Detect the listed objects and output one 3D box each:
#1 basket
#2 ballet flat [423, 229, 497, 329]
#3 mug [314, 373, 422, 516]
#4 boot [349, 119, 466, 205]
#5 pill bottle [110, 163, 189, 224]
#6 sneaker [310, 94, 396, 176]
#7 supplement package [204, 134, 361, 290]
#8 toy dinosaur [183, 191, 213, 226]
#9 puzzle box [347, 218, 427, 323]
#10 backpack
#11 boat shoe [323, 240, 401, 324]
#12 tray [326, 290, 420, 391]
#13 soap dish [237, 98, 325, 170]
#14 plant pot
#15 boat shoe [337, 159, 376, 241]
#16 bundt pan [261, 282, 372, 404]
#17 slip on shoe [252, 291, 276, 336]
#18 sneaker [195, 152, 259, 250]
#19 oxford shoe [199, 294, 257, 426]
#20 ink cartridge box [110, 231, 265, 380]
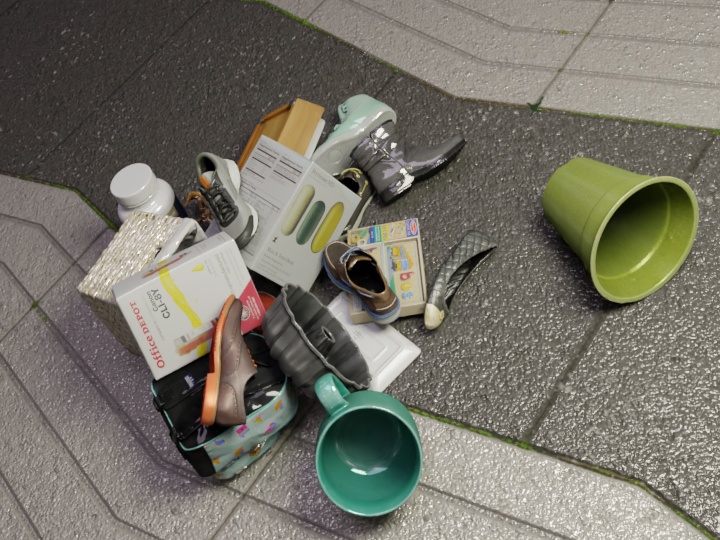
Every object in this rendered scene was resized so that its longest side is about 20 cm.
[{"bbox_3d":[-0.346,0.033,1.477,0.158,0.202,0.200,13,58,30],"label":"basket"},{"bbox_3d":[0.159,0.012,1.398,0.056,0.067,0.202,21,63,25],"label":"ballet flat"},{"bbox_3d":[0.011,0.232,1.205,0.148,0.190,0.114,0,8,0],"label":"mug"},{"bbox_3d":[0.087,-0.226,1.573,0.198,0.070,0.133,-32,82,-9],"label":"boot"},{"bbox_3d":[-0.381,-0.098,1.592,0.109,0.202,0.113,-10,50,12],"label":"pill bottle"},{"bbox_3d":[-0.034,-0.267,1.691,0.199,0.074,0.118,-37,42,-7],"label":"sneaker"},{"bbox_3d":[-0.133,-0.093,1.481,0.150,0.151,0.203,31,90,41],"label":"supplement package"},{"bbox_3d":[-0.291,-0.132,1.695,0.104,0.061,0.203,18,49,-15],"label":"toy dinosaur"},{"bbox_3d":[0.045,-0.002,1.462,0.130,0.026,0.203,-9,46,6],"label":"puzzle box"},{"bbox_3d":[-0.195,0.202,1.316,0.198,0.155,0.176,-35,46,-9],"label":"backpack"},{"bbox_3d":[0.000,0.000,1.402,0.072,0.073,0.200,-33,48,-17],"label":"boat shoe"},{"bbox_3d":[-0.003,0.111,1.408,0.107,0.022,0.199,-43,51,-14],"label":"tray"},{"bbox_3d":[-0.163,-0.230,1.664,0.156,0.081,0.203,-15,45,44],"label":"soap dish"},{"bbox_3d":[0.383,-0.084,1.334,0.198,0.202,0.190,-31,36,-7],"label":"plant pot"},{"bbox_3d":[-0.014,-0.151,1.594,0.070,0.061,0.204,5,55,23],"label":"boat shoe"},{"bbox_3d":[-0.074,0.120,1.299,0.076,0.201,0.203,-40,48,11],"label":"bundt pan"},{"bbox_3d":[-0.143,0.097,1.444,0.073,0.062,0.200,-34,48,-7],"label":"slip on shoe"},{"bbox_3d":[-0.227,-0.113,1.410,0.074,0.079,0.202,-39,54,17],"label":"sneaker"},{"bbox_3d":[-0.184,0.131,1.242,0.071,0.071,0.204,10,60,-10],"label":"oxford shoe"},{"bbox_3d":[-0.262,0.053,1.320,0.197,0.148,0.083,-27,20,-14],"label":"ink cartridge box"}]
